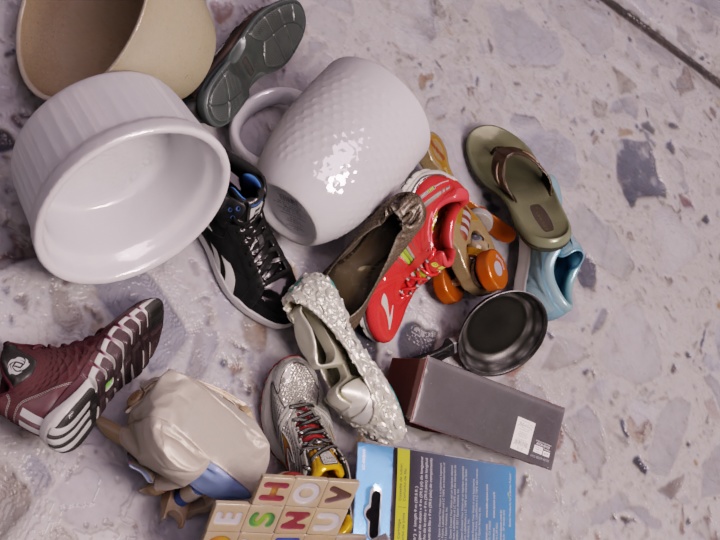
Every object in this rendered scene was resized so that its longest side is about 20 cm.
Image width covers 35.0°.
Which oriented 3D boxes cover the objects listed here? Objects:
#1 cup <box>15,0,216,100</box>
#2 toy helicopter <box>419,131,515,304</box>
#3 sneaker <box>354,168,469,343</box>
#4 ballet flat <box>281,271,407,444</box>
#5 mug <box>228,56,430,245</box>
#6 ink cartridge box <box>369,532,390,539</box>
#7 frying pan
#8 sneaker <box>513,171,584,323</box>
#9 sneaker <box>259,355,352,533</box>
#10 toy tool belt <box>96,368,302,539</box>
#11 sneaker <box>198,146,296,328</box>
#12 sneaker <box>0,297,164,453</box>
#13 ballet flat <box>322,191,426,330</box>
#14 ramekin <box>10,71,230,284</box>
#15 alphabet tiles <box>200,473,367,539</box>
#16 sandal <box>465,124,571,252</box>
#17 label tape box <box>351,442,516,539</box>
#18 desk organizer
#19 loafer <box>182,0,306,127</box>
[{"bbox_3d":[-0.229,-0.244,1.153,0.142,0.198,0.204,20,62,-50],"label":"cup"},{"bbox_3d":[0.118,-0.068,1.334,0.132,0.078,0.203,-36,105,-55],"label":"toy helicopter"},{"bbox_3d":[0.059,-0.011,1.243,0.077,0.084,0.203,15,97,-54],"label":"sneaker"},{"bbox_3d":[-0.025,0.100,1.174,0.071,0.072,0.202,-29,92,-33],"label":"ballet flat"},{"bbox_3d":[-0.051,-0.131,1.238,0.198,0.149,0.176,31,61,17],"label":"mug"},{"bbox_3d":[-0.033,0.358,1.051,0.197,0.083,0.149,-24,94,-5],"label":"ink cartridge box"},{"bbox_3d":[0.131,0.091,1.312,0.189,0.031,0.115,-34,126,1],"label":"frying pan"},{"bbox_3d":[0.238,-0.031,1.378,0.074,0.081,0.203,29,59,-44],"label":"sneaker"},{"bbox_3d":[-0.045,0.184,1.160,0.077,0.082,0.203,-8,77,-30],"label":"sneaker"},{"bbox_3d":[-0.151,0.185,1.098,0.200,0.122,0.126,41,46,-24],"label":"toy tool belt"},{"bbox_3d":[-0.114,-0.034,1.176,0.073,0.112,0.201,-39,94,-31],"label":"sneaker"},{"bbox_3d":[-0.274,0.075,1.079,0.114,0.077,0.201,19,37,12],"label":"sneaker"},{"bbox_3d":[0.000,0.000,1.209,0.067,0.046,0.201,40,97,9],"label":"ballet flat"},{"bbox_3d":[-0.231,-0.091,1.081,0.198,0.202,0.098,-16,57,-32],"label":"ramekin"},{"bbox_3d":[-0.077,0.270,1.069,0.165,0.202,0.008,8,30,-26],"label":"alphabet tiles"},{"bbox_3d":[0.194,-0.110,1.363,0.079,0.058,0.202,-21,54,-13],"label":"sandal"},{"bbox_3d":[0.068,0.269,1.207,0.197,0.066,0.146,12,69,-23],"label":"label tape box"},{"bbox_3d":[0.123,0.157,1.263,0.198,0.077,0.073,22,77,-28],"label":"desk organizer"},{"bbox_3d":[-0.135,-0.237,1.262,0.201,0.062,0.072,-54,139,-33],"label":"loafer"}]
